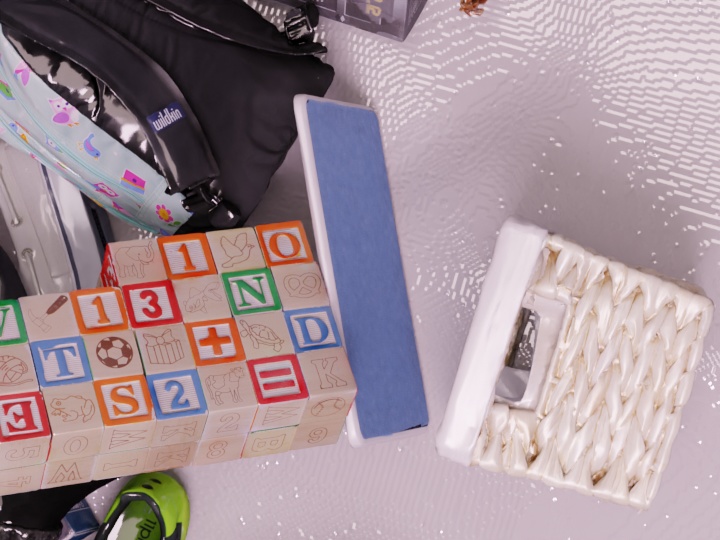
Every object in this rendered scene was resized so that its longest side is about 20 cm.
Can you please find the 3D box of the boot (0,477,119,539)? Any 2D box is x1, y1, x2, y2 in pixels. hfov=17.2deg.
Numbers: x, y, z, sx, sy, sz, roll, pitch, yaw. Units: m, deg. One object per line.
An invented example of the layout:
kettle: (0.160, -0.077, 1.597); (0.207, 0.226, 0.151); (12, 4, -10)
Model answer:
boot: (-0.178, 0.152, 1.357); (0.210, 0.079, 0.159); (-9, 81, 12)

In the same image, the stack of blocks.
stack of blocks: (-0.115, 0.046, 1.295); (0.199, 0.059, 0.116); (-8, 58, -20)

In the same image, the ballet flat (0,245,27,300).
ballet flat: (-0.248, -0.015, 1.401); (0.073, 0.073, 0.201); (-26, 70, 9)

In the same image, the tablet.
tablet: (0.000, 0.000, 1.379); (0.014, 0.130, 0.201); (-11, 86, 19)

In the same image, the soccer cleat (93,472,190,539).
soccer cleat: (-0.155, 0.217, 1.426); (0.067, 0.081, 0.201); (18, 92, 10)

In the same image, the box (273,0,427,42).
box: (-0.032, -0.239, 1.366); (0.158, 0.201, 0.048); (18, 51, 11)

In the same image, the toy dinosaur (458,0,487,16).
toy dinosaur: (0.122, -0.241, 1.398); (0.135, 0.102, 0.201); (32, 113, 24)

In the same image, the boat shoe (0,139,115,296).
boat shoe: (-0.190, 0.013, 1.442); (0.086, 0.075, 0.203); (-19, 83, 9)

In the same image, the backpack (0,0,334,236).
backpack: (-0.135, -0.111, 1.388); (0.200, 0.127, 0.167); (33, 54, -7)

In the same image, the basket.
basket: (0.120, 0.051, 1.325); (0.123, 0.200, 0.136); (17, 92, 4)

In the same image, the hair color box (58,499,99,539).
hair color box: (-0.255, 0.098, 1.459); (0.100, 0.061, 0.201); (-32, 83, 8)
